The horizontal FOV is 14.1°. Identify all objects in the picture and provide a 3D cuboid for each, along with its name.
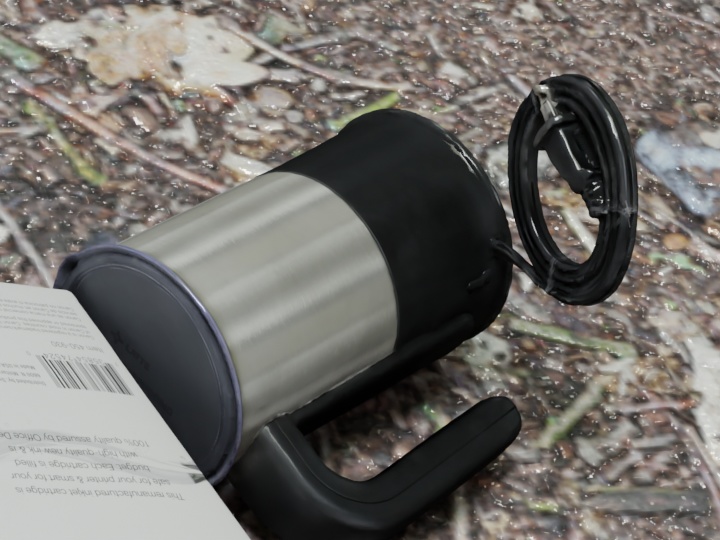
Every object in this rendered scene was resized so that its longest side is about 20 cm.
[{"bbox_3d":[0.000,0.000,1.264,0.180,0.200,0.188,41,44,21],"label":"milk frother"},{"bbox_3d":[-0.139,0.095,1.155,0.147,0.083,0.200,9,33,-47],"label":"ink cartridge box"}]
